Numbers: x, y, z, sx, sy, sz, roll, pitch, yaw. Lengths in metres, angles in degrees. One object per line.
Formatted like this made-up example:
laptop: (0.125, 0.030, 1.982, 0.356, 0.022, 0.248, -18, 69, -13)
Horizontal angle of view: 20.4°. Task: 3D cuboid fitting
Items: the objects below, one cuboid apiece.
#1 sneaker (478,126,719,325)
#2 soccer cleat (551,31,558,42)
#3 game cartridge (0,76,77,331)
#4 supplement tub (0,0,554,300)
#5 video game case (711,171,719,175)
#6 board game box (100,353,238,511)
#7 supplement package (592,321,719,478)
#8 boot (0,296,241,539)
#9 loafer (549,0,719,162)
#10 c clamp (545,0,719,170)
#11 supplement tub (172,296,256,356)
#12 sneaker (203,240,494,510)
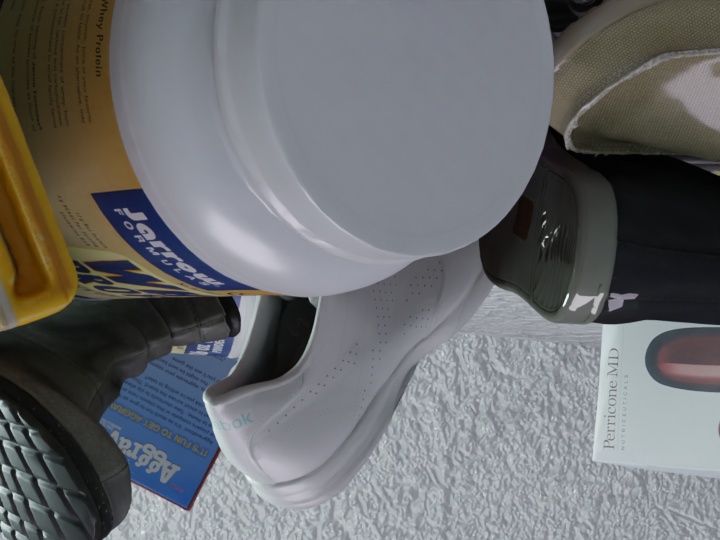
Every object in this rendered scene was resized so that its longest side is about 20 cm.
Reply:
sneaker: (0.112, -0.017, 0.794, 0.106, 0.075, 0.200, 8, -163, -10)
soccer cleat: (-0.005, -0.045, 0.797, 0.200, 0.067, 0.076, -33, 145, 33)
game cartridge: (-0.159, -0.062, 0.655, 0.032, 0.177, 0.200, -23, -174, -22)
supplement tub: (-0.047, -0.062, 0.675, 0.144, 0.145, 0.200, 8, 173, -40)
video game case: (0.076, -0.074, 1.035, 0.200, 0.036, 0.181, -1, 172, 40)
board game box: (-0.151, 0.030, 1.005, 0.200, 0.103, 0.019, 27, 172, 1)
supplement package: (0.260, 0.028, 1.152, 0.200, 0.192, 0.147, 0, 173, 36)
boot: (-0.099, 0.033, 0.745, 0.131, 0.068, 0.200, -25, -159, -25)
loafer: (0.159, -0.063, 0.718, 0.200, 0.068, 0.076, -5, 151, -14)
c clamp: (0.112, -0.079, 0.812, 0.171, 0.027, 0.200, 4, 162, 38)
supplement tub: (-0.134, -0.038, 0.923, 0.200, 0.145, 0.144, 5, 175, -8)
sneaker: (0.000, 0.000, 0.857, 0.075, 0.200, 0.089, 9, 149, 38)
